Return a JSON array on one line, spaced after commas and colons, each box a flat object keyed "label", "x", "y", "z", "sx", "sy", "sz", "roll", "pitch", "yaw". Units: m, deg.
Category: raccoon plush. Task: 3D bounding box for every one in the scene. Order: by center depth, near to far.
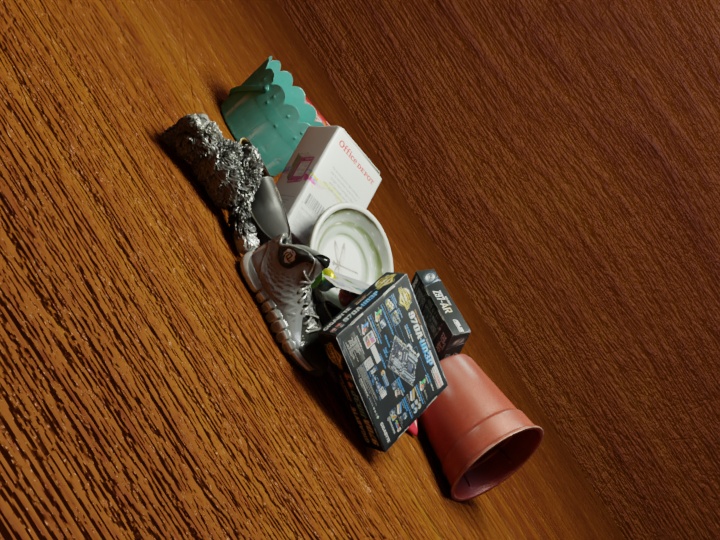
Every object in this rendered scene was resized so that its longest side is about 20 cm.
[{"label": "raccoon plush", "x": -0.202, "y": -0.135, "z": 1.048, "sx": 0.133, "sy": 0.096, "sz": 0.202, "roll": 25, "pitch": 33, "yaw": -53}]

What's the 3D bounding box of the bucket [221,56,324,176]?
[{"label": "bucket", "x": -0.170, "y": -0.298, "z": 1.456, "sx": 0.209, "sy": 0.133, "sz": 0.208, "roll": 53, "pitch": 12, "yaw": -17}]

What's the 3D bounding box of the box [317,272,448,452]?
[{"label": "box", "x": 0.037, "y": 0.130, "z": 1.064, "sx": 0.045, "sy": 0.158, "sz": 0.203, "roll": 3, "pitch": -56, "yaw": 47}]

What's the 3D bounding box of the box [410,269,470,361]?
[{"label": "box", "x": 0.127, "y": 0.125, "z": 1.433, "sx": 0.043, "sy": 0.202, "sz": 0.162, "roll": -7, "pitch": 48, "yaw": -27}]

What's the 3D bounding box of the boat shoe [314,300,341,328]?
[{"label": "boat shoe", "x": 0.005, "y": 0.110, "z": 1.127, "sx": 0.201, "sy": 0.060, "sz": 0.072, "roll": 47, "pitch": 21, "yaw": -26}]

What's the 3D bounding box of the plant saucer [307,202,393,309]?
[{"label": "plant saucer", "x": -0.026, "y": -0.008, "z": 1.218, "sx": 0.198, "sy": 0.050, "sz": 0.205, "roll": 9, "pitch": 78, "yaw": -45}]

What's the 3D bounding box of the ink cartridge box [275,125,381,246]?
[{"label": "ink cartridge box", "x": -0.067, "y": -0.124, "z": 1.265, "sx": 0.084, "sy": 0.203, "sz": 0.145, "roll": 12, "pitch": -23, "yaw": 43}]

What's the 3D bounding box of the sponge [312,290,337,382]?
[{"label": "sponge", "x": -0.071, "y": 0.074, "z": 1.154, "sx": 0.202, "sy": 0.030, "sz": 0.111, "roll": 58, "pitch": 12, "yaw": 4}]

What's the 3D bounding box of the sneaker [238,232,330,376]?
[{"label": "sneaker", "x": -0.076, "y": 0.038, "z": 1.021, "sx": 0.202, "sy": 0.114, "sz": 0.075, "roll": 57, "pitch": 13, "yaw": 3}]

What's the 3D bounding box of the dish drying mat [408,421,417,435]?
[{"label": "dish drying mat", "x": 0.052, "y": 0.207, "z": 1.254, "sx": 0.201, "sy": 0.018, "sz": 0.078, "roll": 53, "pitch": 26, "yaw": -46}]

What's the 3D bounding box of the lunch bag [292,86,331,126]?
[{"label": "lunch bag", "x": -0.140, "y": -0.346, "z": 1.717, "sx": 0.201, "sy": 0.082, "sz": 0.175, "roll": 51, "pitch": 22, "yaw": 21}]

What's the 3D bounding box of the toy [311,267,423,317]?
[{"label": "toy", "x": -0.007, "y": 0.041, "z": 1.132, "sx": 0.198, "sy": 0.048, "sz": 0.115, "roll": 26, "pitch": 5, "yaw": -43}]

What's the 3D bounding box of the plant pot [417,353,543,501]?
[{"label": "plant pot", "x": 0.196, "y": 0.273, "z": 1.347, "sx": 0.196, "sy": 0.200, "sz": 0.200, "roll": 55, "pitch": 10, "yaw": 34}]

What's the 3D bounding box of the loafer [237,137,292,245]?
[{"label": "loafer", "x": -0.160, "y": -0.117, "z": 1.142, "sx": 0.072, "sy": 0.073, "sz": 0.202, "roll": -17, "pitch": 60, "yaw": -32}]
